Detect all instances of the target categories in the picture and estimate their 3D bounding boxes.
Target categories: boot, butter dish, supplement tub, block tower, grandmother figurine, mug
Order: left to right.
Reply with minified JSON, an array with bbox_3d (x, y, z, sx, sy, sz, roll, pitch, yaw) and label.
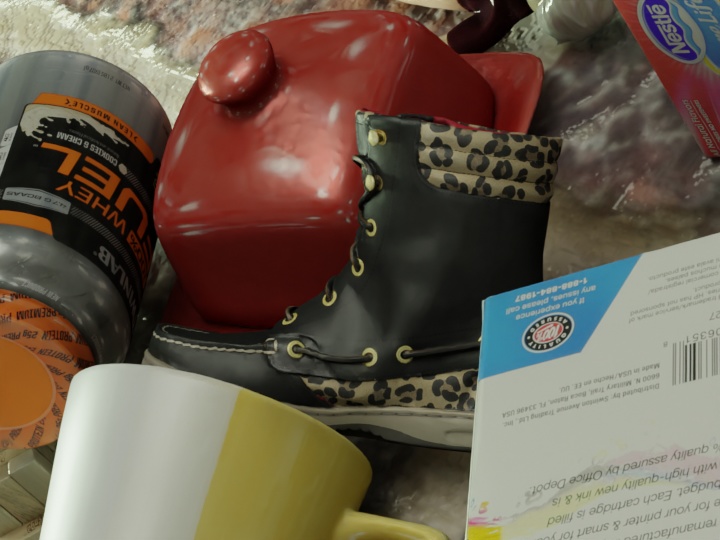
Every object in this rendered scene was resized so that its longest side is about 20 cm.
[{"bbox_3d":[-0.189,0.063,1.182,0.054,0.058,0.201,-28,44,14],"label":"block tower"},{"bbox_3d":[-0.170,-0.012,1.120,0.122,0.123,0.201,-18,39,23],"label":"supplement tub"},{"bbox_3d":[-0.072,0.141,0.970,0.186,0.149,0.154,-3,60,42],"label":"mug"},{"bbox_3d":[-0.032,-0.065,1.109,0.199,0.148,0.200,-4,52,34],"label":"butter dish"},{"bbox_3d":[0.000,0.000,1.004,0.199,0.073,0.152,9,97,16],"label":"boot"},{"bbox_3d":[0.067,-0.167,1.193,0.199,0.060,0.122,21,88,47],"label":"grandmother figurine"}]

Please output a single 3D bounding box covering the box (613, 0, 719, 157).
[{"bbox_3d":[0.179,-0.148,0.988,0.102,0.200,0.095,3,56,37],"label":"box"}]

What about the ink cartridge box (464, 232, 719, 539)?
[{"bbox_3d":[0.136,0.111,0.836,0.146,0.145,0.201,-15,47,27],"label":"ink cartridge box"}]
